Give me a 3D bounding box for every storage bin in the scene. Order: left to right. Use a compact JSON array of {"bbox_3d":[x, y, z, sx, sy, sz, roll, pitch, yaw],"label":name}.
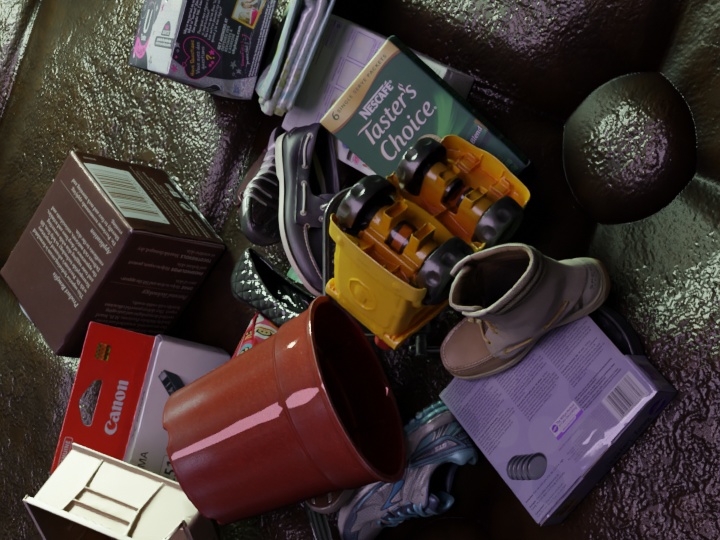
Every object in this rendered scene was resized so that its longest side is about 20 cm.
[{"bbox_3d":[-0.261,0.323,1.699,0.197,0.201,0.094,16,51,25],"label":"storage bin"}]

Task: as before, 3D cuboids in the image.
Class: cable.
[{"bbox_3d":[-0.042,0.249,1.610,0.098,0.050,0.201,96,156,-47],"label":"cable"}]

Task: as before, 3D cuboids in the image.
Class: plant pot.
[{"bbox_3d":[-0.083,0.157,1.488,0.194,0.201,0.202,-25,68,16],"label":"plant pot"}]

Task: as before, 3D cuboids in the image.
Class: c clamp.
[{"bbox_3d":[0.040,0.001,1.583,0.169,0.027,0.202,-6,76,-3],"label":"c clamp"}]

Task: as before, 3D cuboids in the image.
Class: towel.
[{"bbox_3d":[-0.070,-0.284,1.684,0.171,0.048,0.201,-107,39,-74],"label":"towel"}]

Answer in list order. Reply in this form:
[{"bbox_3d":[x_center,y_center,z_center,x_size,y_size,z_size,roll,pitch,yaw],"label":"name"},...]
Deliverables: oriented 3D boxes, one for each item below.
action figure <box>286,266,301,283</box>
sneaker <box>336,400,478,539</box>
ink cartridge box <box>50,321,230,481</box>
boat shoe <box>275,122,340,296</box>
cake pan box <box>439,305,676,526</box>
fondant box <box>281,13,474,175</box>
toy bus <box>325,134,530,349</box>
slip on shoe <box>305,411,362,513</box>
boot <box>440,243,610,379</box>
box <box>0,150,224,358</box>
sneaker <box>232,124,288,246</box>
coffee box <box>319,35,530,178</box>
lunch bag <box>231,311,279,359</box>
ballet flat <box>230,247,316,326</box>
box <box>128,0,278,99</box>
[{"bbox_3d":[0.000,0.000,1.649,0.200,0.054,0.119,35,107,34],"label":"action figure"},{"bbox_3d":[0.050,0.238,1.562,0.086,0.077,0.201,46,115,26],"label":"sneaker"},{"bbox_3d":[-0.266,0.176,1.767,0.044,0.172,0.202,-151,76,-70],"label":"ink cartridge box"},{"bbox_3d":[-0.048,-0.071,1.618,0.062,0.072,0.202,-23,66,33],"label":"boat shoe"},{"bbox_3d":[0.196,0.123,1.474,0.184,0.052,0.201,49,114,30],"label":"cake pan box"},{"bbox_3d":[0.016,-0.190,1.657,0.199,0.058,0.145,32,104,38],"label":"fondant box"},{"bbox_3d":[0.062,-0.013,1.491,0.135,0.200,0.193,38,144,21],"label":"toy bus"},{"bbox_3d":[-0.024,0.176,1.598,0.075,0.061,0.201,-10,56,16],"label":"slip on shoe"},{"bbox_3d":[0.126,0.039,1.412,0.199,0.154,0.073,-33,64,30],"label":"boot"},{"bbox_3d":[-0.312,-0.014,1.830,0.166,0.164,0.201,48,114,32],"label":"box"},{"bbox_3d":[-0.114,-0.072,1.706,0.116,0.075,0.201,-47,16,38],"label":"sneaker"},{"bbox_3d":[0.067,-0.138,1.550,0.200,0.044,0.123,43,109,-1],"label":"coffee box"},{"bbox_3d":[-0.135,0.152,1.683,0.081,0.176,0.201,24,105,-7],"label":"lunch bag"},{"bbox_3d":[-0.079,0.032,1.668,0.199,0.066,0.057,25,113,37],"label":"ballet flat"},{"bbox_3d":[-0.195,-0.287,1.756,0.200,0.114,0.133,28,103,66],"label":"box"}]
